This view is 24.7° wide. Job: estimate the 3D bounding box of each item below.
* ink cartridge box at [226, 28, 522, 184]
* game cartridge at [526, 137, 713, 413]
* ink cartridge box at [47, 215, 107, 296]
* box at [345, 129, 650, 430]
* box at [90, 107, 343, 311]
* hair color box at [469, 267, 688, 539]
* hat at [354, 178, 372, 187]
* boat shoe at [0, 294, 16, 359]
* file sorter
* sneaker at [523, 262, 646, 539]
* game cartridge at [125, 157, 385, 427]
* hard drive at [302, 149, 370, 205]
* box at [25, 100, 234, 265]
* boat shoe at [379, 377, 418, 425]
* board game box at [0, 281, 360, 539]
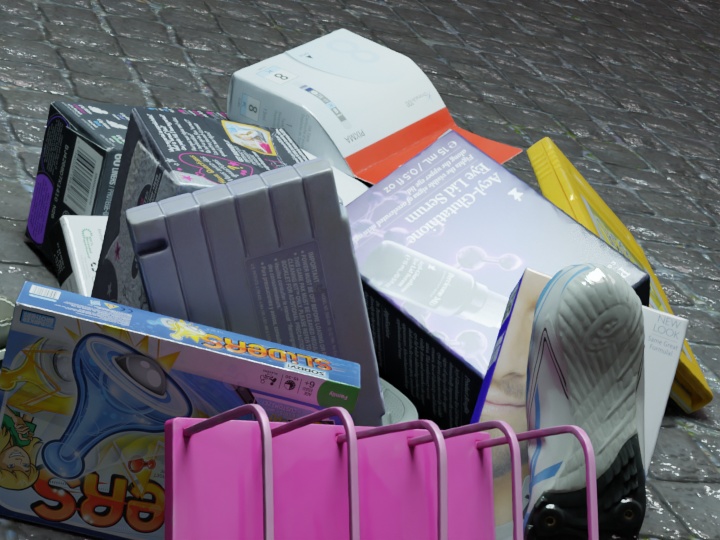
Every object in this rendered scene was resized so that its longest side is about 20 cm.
[{"bbox_3d":[0.016,-0.129,1.349,0.199,0.047,0.160,25,32,25],"label":"ink cartridge box"},{"bbox_3d":[0.217,0.002,1.380,0.176,0.032,0.200,43,23,-40],"label":"game cartridge"},{"bbox_3d":[-0.130,0.008,1.230,0.199,0.037,0.095,-1,63,-35],"label":"ink cartridge box"},{"bbox_3d":[0.082,0.020,1.159,0.148,0.105,0.200,-38,58,-24],"label":"box"},{"bbox_3d":[-0.104,0.016,1.064,0.114,0.201,0.132,5,24,-24],"label":"box"},{"bbox_3d":[0.119,0.112,1.006,0.109,0.201,0.065,18,-17,2],"label":"hair color box"},{"bbox_3d":[0.002,-0.092,1.446,0.200,0.081,0.201,37,-12,9],"label":"hat"},{"bbox_3d":[-0.319,0.015,1.096,0.201,0.061,0.072,11,22,-16],"label":"boat shoe"},{"bbox_3d":[0.012,0.144,0.860,0.199,0.140,0.125,6,-15,-27],"label":"file sorter"},{"bbox_3d":[0.127,0.096,0.950,0.071,0.201,0.072,6,0,-5],"label":"sneaker"},{"bbox_3d":[-0.057,0.041,0.992,0.129,0.201,0.038,-17,24,-15],"label":"game cartridge"},{"bbox_3d":[0.000,0.000,1.263,0.199,0.027,0.132,29,57,-10],"label":"hard drive"},{"bbox_3d":[-0.149,-0.057,1.315,0.199,0.123,0.106,-1,26,-38],"label":"box"},{"bbox_3d":[-0.024,0.092,1.145,0.074,0.065,0.202,-19,31,-27],"label":"boat shoe"},{"bbox_3d":[-0.113,0.096,0.953,0.199,0.136,0.034,14,21,-6],"label":"board game box"}]
